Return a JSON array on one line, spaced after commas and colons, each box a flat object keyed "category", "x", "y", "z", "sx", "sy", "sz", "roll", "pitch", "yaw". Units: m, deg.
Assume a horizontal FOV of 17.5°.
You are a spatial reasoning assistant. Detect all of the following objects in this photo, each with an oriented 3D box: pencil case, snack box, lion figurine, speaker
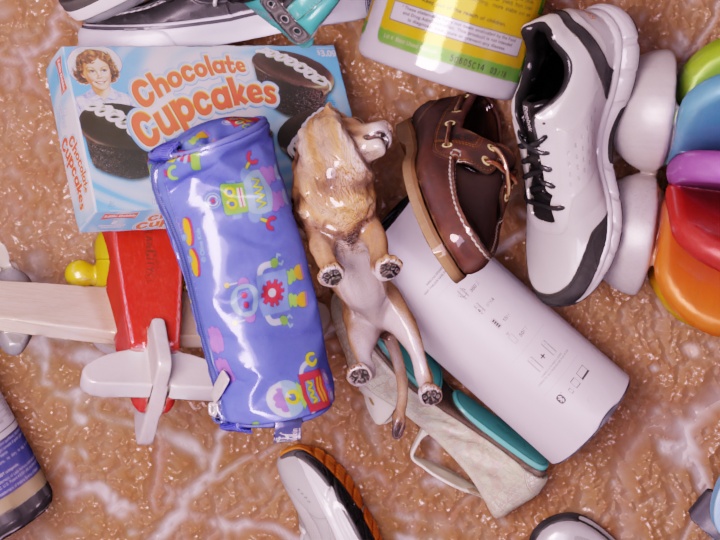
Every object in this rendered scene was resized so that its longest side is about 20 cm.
[{"category": "pencil case", "x": -0.075, "y": 0.006, "z": 1.446, "sx": 0.087, "sy": 0.078, "sz": 0.200, "roll": -18, "pitch": 98, "yaw": -36}, {"category": "snack box", "x": -0.097, "y": -0.088, "z": 1.521, "sx": 0.200, "sy": 0.037, "sz": 0.116, "roll": -4, "pitch": 69, "yaw": -29}, {"category": "lion figurine", "x": 0.000, "y": 0.000, "z": 1.500, "sx": 0.072, "sy": 0.123, "sz": 0.200, "roll": -12, "pitch": 127, "yaw": -5}, {"category": "speaker", "x": 0.084, "y": 0.037, "z": 1.585, "sx": 0.200, "sy": 0.081, "sz": 0.081, "roll": 41, "pitch": 97, "yaw": -5}]

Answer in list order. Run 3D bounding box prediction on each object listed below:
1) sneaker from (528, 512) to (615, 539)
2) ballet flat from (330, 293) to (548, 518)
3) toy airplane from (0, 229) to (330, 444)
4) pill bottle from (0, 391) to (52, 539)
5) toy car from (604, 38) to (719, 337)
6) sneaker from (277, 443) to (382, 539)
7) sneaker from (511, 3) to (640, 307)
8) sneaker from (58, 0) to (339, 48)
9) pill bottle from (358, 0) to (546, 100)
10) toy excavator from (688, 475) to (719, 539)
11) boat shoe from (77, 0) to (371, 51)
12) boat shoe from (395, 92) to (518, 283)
[{"category": "sneaker", "x": 0.177, "y": 0.265, "z": 1.600, "sx": 0.076, "sy": 0.115, "sz": 0.201, "roll": -25, "pitch": 97, "yaw": 4}, {"category": "ballet flat", "x": 0.042, "y": 0.097, "z": 1.600, "sx": 0.200, "sy": 0.067, "sz": 0.062, "roll": 42, "pitch": 107, "yaw": -8}, {"category": "toy airplane", "x": -0.147, "y": 0.026, "z": 1.551, "sx": 0.200, "sy": 0.141, "sz": 0.199, "roll": 42, "pitch": 58, "yaw": 5}, {"category": "pill bottle", "x": -0.299, "y": 0.094, "z": 1.581, "sx": 0.112, "sy": 0.112, "sz": 0.200, "roll": -27, "pitch": 97, "yaw": 4}, {"category": "toy car", "x": 0.247, "y": -0.053, "z": 1.535, "sx": 0.175, "sy": 0.150, "sz": 0.201, "roll": 8, "pitch": 98, "yaw": 0}, {"category": "sneaker", "x": -0.022, "y": 0.219, "z": 1.618, "sx": 0.092, "sy": 0.076, "sz": 0.200, "roll": -25, "pitch": 96, "yaw": 8}, {"category": "sneaker", "x": 0.126, "y": -0.075, "z": 1.526, "sx": 0.080, "sy": 0.074, "sz": 0.201, "roll": -2, "pitch": 99, "yaw": -43}, {"category": "sneaker", "x": -0.081, "y": -0.184, "z": 1.485, "sx": 0.200, "sy": 0.084, "sz": 0.121, "roll": -26, "pitch": 125, "yaw": 15}, {"category": "pill bottle", "x": 0.078, "y": -0.221, "z": 1.531, "sx": 0.111, "sy": 0.111, "sz": 0.200, "roll": 17, "pitch": 98, "yaw": -2}, {"category": "toy excavator", "x": 0.322, "y": 0.202, "z": 1.546, "sx": 0.194, "sy": 0.200, "sz": 0.100, "roll": 41, "pitch": 97, "yaw": -5}, {"category": "boat shoe", "x": -0.093, "y": -0.186, "z": 1.556, "sx": 0.199, "sy": 0.074, "sz": 0.068, "roll": -9, "pitch": 101, "yaw": 1}, {"category": "boat shoe", "x": 0.066, "y": -0.063, "z": 1.511, "sx": 0.070, "sy": 0.200, "sz": 0.070, "roll": -26, "pitch": 119, "yaw": 10}]
